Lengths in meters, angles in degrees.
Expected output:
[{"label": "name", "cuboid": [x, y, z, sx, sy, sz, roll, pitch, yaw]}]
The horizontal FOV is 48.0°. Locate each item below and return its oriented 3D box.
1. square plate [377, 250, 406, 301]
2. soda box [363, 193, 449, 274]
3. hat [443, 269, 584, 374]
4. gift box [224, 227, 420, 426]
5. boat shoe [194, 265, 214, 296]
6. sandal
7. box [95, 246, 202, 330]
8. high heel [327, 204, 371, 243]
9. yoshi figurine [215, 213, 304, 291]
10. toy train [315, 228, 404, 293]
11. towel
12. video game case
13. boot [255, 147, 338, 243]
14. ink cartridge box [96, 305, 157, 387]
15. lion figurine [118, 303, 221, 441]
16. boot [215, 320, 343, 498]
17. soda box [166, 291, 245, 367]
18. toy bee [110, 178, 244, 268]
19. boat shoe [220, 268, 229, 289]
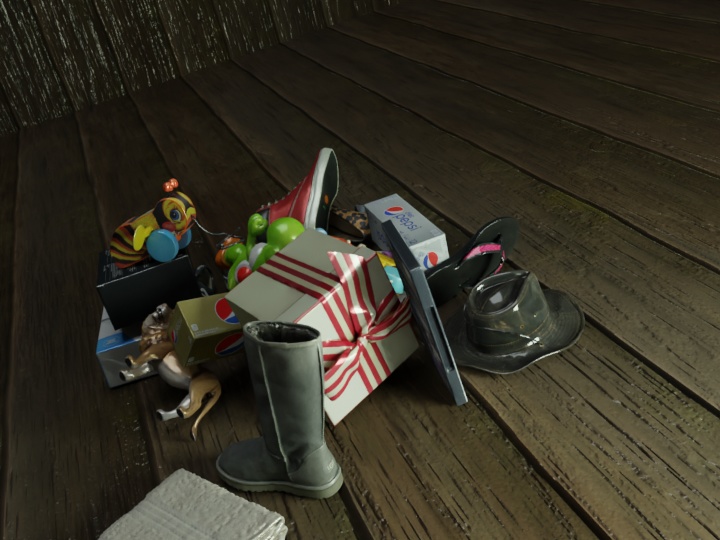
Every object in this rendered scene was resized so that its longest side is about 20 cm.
[{"label": "square plate", "cuboid": [0.012, 0.030, 1.261, 0.195, 0.029, 0.200, -1, 31, 26]}, {"label": "soda box", "cuboid": [0.072, -0.053, 1.278, 0.063, 0.069, 0.200, -20, 28, -12]}, {"label": "hat", "cuboid": [0.195, 0.049, 1.079, 0.198, 0.082, 0.201, -12, 27, 6]}, {"label": "gift box", "cuboid": [-0.054, 0.064, 1.038, 0.184, 0.201, 0.186, -44, 37, -17]}, {"label": "boat shoe", "cuboid": [-0.271, 0.043, 1.328, 0.060, 0.076, 0.200, -22, 29, -2]}, {"label": "sandal", "cuboid": [0.172, -0.007, 1.206, 0.199, 0.076, 0.045, -36, 32, -20]}, {"label": "box", "cuboid": [-0.332, 0.006, 1.268, 0.140, 0.080, 0.200, -22, 21, -9]}, {"label": "high heel", "cuboid": [-0.071, -0.078, 1.446, 0.197, 0.072, 0.143, -7, 21, -3]}, {"label": "yoshi figurine", "cuboid": [-0.139, -0.028, 1.222, 0.111, 0.114, 0.199, -2, -2, -31]}, {"label": "toy train", "cuboid": [0.000, 0.000, 1.187, 0.149, 0.056, 0.200, 12, 14, -30]}, {"label": "towel", "cuboid": [-0.184, 0.291, 0.884, 0.198, 0.035, 0.132, 11, 36, 41]}, {"label": "video game case", "cuboid": [0.079, 0.051, 1.005, 0.019, 0.202, 0.143, -23, 28, -1]}, {"label": "boot", "cuboid": [-0.120, -0.134, 1.446, 0.142, 0.073, 0.202, -2, 55, 23]}, {"label": "ink cartridge box", "cuboid": [-0.350, 0.091, 1.289, 0.114, 0.067, 0.200, -17, 28, -5]}, {"label": "lion figurine", "cuboid": [-0.250, 0.139, 1.123, 0.200, 0.073, 0.122, 45, 43, 18]}, {"label": "boot", "cuboid": [-0.106, 0.154, 0.911, 0.179, 0.202, 0.073, -2, 30, 23]}, {"label": "soda box", "cuboid": [-0.164, 0.071, 1.134, 0.198, 0.068, 0.064, -12, 56, -38]}, {"label": "toy bee", "cuboid": [-0.280, -0.076, 1.178, 0.197, 0.110, 0.131, -17, 18, -4]}, {"label": "boat shoe", "cuboid": [-0.144, -0.014, 1.383, 0.198, 0.061, 0.072, -11, 28, 9]}]
